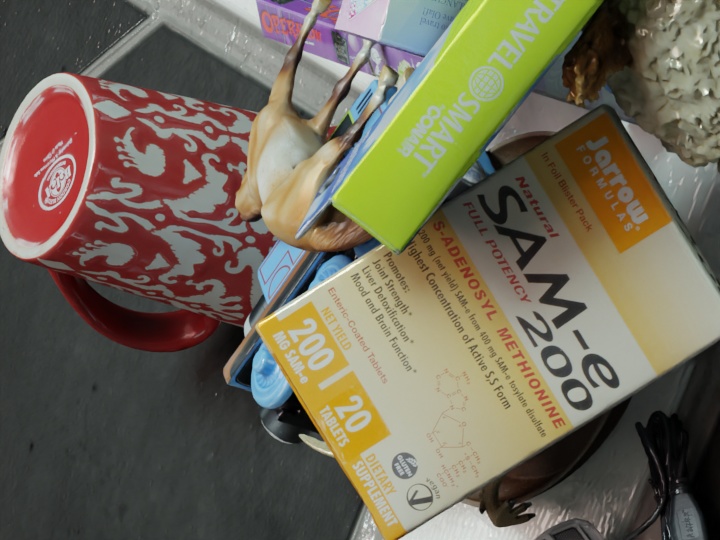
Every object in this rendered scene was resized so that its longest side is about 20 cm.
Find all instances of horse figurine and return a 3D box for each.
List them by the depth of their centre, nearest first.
[{"bbox_3d":[-0.020,-0.060,1.509,0.133,0.050,0.200,-61,27,13],"label":"horse figurine"}]

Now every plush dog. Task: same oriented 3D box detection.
[{"bbox_3d":[0.189,-0.084,1.338,0.161,0.172,0.200,-52,5,-38],"label":"plush dog"}]

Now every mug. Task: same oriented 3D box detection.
[{"bbox_3d":[-0.107,-0.019,1.681,0.133,0.199,0.178,42,112,50],"label":"mug"}]

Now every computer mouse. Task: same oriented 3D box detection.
[{"bbox_3d":[0.105,0.164,1.470,0.200,0.044,0.110,-38,54,33],"label":"computer mouse"}]

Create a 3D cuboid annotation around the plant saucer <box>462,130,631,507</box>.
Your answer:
[{"bbox_3d":[0.091,0.028,1.540,0.200,0.034,0.202,-23,61,48],"label":"plant saucer"}]

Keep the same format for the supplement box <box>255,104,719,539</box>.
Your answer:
[{"bbox_3d":[0.068,0.025,1.402,0.199,0.074,0.126,-33,86,9],"label":"supplement box"}]

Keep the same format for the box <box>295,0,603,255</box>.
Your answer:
[{"bbox_3d":[0.054,-0.092,1.342,0.200,0.048,0.122,-51,3,19],"label":"box"}]

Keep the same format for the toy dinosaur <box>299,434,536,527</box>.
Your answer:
[{"bbox_3d":[0.057,0.082,1.505,0.200,0.058,0.102,-35,39,30],"label":"toy dinosaur"}]

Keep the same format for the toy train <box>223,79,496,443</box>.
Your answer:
[{"bbox_3d":[0.000,0.000,1.578,0.200,0.086,0.115,-55,33,27],"label":"toy train"}]

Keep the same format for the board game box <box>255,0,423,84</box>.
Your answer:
[{"bbox_3d":[0.043,-0.138,1.592,0.200,0.120,0.032,25,136,54],"label":"board game box"}]

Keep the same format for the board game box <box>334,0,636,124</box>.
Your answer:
[{"bbox_3d":[0.100,-0.189,1.456,0.043,0.199,0.200,18,93,52],"label":"board game box"}]
